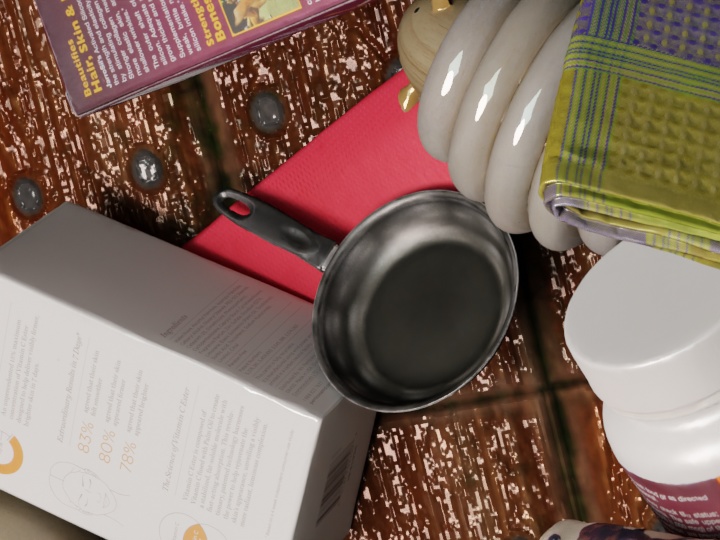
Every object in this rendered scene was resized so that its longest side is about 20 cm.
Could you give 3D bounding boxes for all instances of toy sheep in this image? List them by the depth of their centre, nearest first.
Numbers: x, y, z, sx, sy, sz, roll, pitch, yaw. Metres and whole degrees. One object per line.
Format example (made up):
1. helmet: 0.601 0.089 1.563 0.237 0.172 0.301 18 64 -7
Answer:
1. toy sheep: 0.101 -0.071 1.108 0.199 0.138 0.139 28 115 20

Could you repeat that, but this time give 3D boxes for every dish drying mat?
1. dish drying mat: -0.010 -0.030 1.248 0.200 0.018 0.077 -37 85 32

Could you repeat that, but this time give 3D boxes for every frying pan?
1. frying pan: -0.003 0.016 1.206 0.189 0.031 0.116 0 68 34

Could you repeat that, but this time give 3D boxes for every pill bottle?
1. pill bottle: 0.176 0.077 1.069 0.114 0.115 0.200 -16 125 31

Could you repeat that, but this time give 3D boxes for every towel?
1. towel: 0.156 -0.082 1.034 0.142 0.201 0.023 13 144 1

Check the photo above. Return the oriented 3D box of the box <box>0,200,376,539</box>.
1. box: -0.099 0.068 1.258 0.199 0.097 0.125 23 120 15

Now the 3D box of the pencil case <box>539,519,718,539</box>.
1. pencil case: 0.162 0.149 0.996 0.199 0.089 0.079 3 91 28

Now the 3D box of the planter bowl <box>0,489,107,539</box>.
1. planter bowl: -0.211 0.184 1.331 0.201 0.199 0.135 -55 48 28

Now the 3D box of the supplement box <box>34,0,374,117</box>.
1. supplement box: -0.064 -0.164 1.203 0.199 0.086 0.111 -19 94 31
